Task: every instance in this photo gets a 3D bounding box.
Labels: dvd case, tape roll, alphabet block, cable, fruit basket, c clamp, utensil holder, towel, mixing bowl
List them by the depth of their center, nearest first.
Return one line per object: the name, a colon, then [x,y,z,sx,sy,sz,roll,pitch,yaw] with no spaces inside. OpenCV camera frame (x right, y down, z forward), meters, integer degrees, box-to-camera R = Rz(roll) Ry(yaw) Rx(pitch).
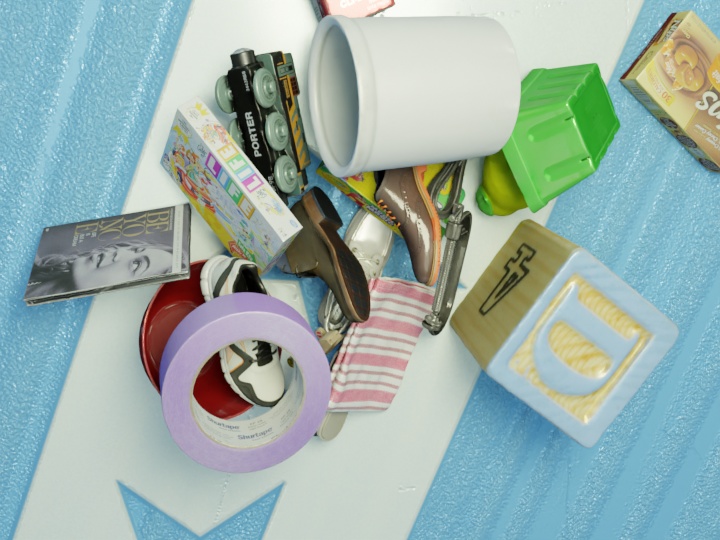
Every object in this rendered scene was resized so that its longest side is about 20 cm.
utensil holder: [0.058,-0.201,0.871,0.196,0.170,0.174,-8,105,-21]
tape roll: [-0.136,0.132,0.905,0.195,0.066,0.205,-5,109,-15]
dvd case: [-0.312,-0.024,0.969,0.195,0.150,0.016,-9,129,-5]
fruit basket: [0.220,-0.160,1.001,0.213,0.216,0.158,-28,106,1]
mixing bowl: [-0.213,0.092,1.007,0.197,0.107,0.205,6,81,-39]
cable: [0.127,-0.165,1.021,0.096,0.050,0.205,9,92,-35]
c clamp: [0.114,0.001,1.023,0.027,0.171,0.204,15,112,15]
alphabet block: [0.264,0.076,1.036,0.194,0.200,0.198,37,97,-13]
towel: [0.029,0.108,1.059,0.145,0.030,0.204,11,105,-49]

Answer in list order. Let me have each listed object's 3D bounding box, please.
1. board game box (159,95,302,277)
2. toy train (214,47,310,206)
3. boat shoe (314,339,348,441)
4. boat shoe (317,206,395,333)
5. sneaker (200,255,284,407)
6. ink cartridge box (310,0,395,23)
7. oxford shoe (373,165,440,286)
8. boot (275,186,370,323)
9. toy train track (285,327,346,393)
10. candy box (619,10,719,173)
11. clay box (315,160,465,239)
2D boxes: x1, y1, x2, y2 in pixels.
board game box: [-0.165,-0.096,0.950,0.034,0.134,0.201,-37,87,-32]
toy train: [-0.113,-0.181,0.971,0.084,0.114,0.204,-3,110,28]
boat shoe: [-0.027,0.142,1.089,0.066,0.057,0.203,19,99,-51]
boat shoe: [0.000,0.000,1.050,0.069,0.069,0.204,20,99,-8]
sneaker: [-0.138,0.079,0.953,0.073,0.079,0.204,-29,105,-39]
ink cartridge box: [-0.039,-0.394,0.911,0.082,0.144,0.203,-22,106,-1]
oxford shoe: [0.052,-0.076,0.961,0.071,0.071,0.205,-9,80,-15]
boot: [-0.056,-0.002,1.003,0.096,0.203,0.074,-33,150,20]
toy train track: [-0.084,0.132,1.039,0.033,0.114,0.201,45,135,6]
candy box: [0.469,-0.242,1.057,0.199,0.055,0.116,39,96,-15]
clay box: [0.051,-0.122,1.021,0.198,0.047,0.116,35,76,-13]
